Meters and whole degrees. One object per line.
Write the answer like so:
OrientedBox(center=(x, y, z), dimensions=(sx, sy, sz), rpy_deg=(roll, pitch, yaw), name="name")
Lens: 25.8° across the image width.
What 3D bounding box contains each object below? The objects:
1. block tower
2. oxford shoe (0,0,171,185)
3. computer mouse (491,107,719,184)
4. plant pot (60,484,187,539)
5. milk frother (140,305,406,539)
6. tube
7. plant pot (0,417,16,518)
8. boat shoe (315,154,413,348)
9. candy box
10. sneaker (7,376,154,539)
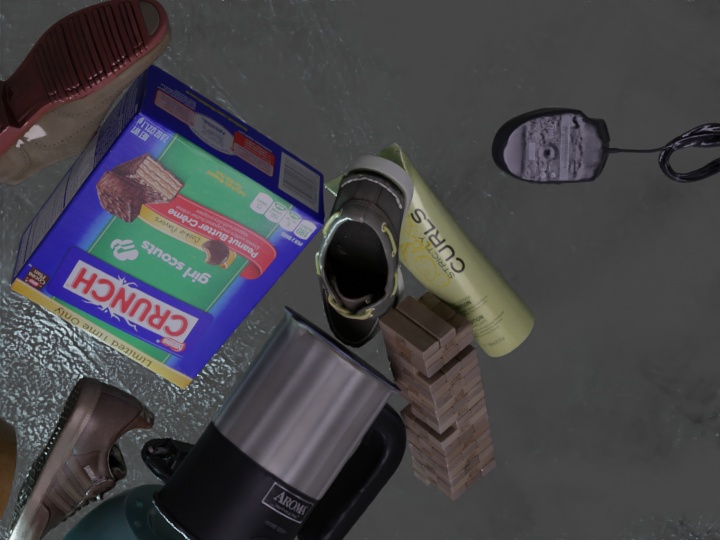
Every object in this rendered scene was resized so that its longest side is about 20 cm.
OrientedBox(center=(0.066, 0.106, 1.293), dimensions=(0.054, 0.058, 0.201), rpy_deg=(-37, 141, -22), name="block tower")
OrientedBox(center=(-0.213, -0.132, 1.166), dimensions=(0.199, 0.071, 0.075), rpy_deg=(-29, 147, 18), name="oxford shoe")
OrientedBox(center=(0.197, -0.096, 1.199), dimensions=(0.197, 0.034, 0.059), rpy_deg=(0, 109, -6), name="computer mouse")
OrientedBox(center=(-0.189, 0.288, 1.379), dimensions=(0.199, 0.201, 0.162), rpy_deg=(26, 111, -17), name="plant pot")
OrientedBox(center=(-0.083, 0.127, 1.294), dimensions=(0.189, 0.199, 0.180), rpy_deg=(-54, 149, -1), name="milk frother")
OrientedBox(center=(0.060, -0.014, 1.246), dimensions=(0.058, 0.052, 0.200), rpy_deg=(-43, 113, -4), name="tube")
OrientedBox(center=(-0.394, 0.157, 1.306), dimensions=(0.198, 0.188, 0.187), rpy_deg=(15, 126, -26), name="plant pot")
OrientedBox(center=(-0.003, -0.001, 1.220), dimensions=(0.071, 0.061, 0.203), rpy_deg=(19, 142, 8), name="boat shoe")
OrientedBox(center=(-0.150, -0.030, 1.218), dimensions=(0.168, 0.077, 0.200), rpy_deg=(31, 122, -20), name="candy box")
OrientedBox(center=(-0.247, 0.183, 1.375), dimensions=(0.075, 0.071, 0.201), rpy_deg=(22, 123, -16), name="sneaker")
